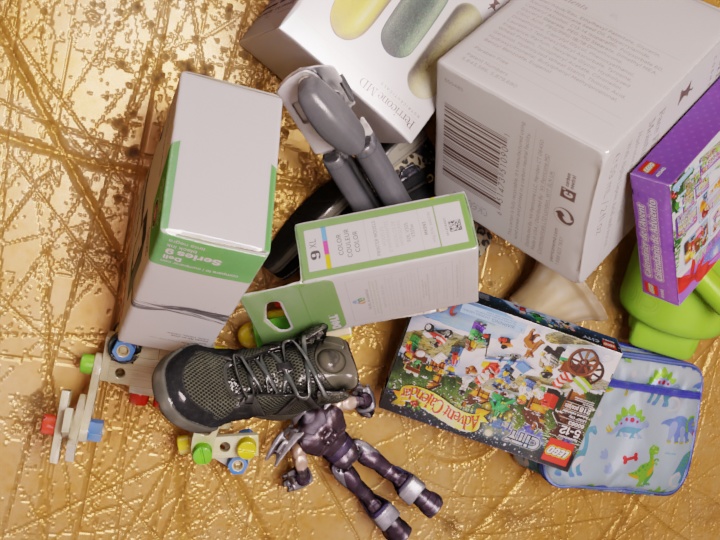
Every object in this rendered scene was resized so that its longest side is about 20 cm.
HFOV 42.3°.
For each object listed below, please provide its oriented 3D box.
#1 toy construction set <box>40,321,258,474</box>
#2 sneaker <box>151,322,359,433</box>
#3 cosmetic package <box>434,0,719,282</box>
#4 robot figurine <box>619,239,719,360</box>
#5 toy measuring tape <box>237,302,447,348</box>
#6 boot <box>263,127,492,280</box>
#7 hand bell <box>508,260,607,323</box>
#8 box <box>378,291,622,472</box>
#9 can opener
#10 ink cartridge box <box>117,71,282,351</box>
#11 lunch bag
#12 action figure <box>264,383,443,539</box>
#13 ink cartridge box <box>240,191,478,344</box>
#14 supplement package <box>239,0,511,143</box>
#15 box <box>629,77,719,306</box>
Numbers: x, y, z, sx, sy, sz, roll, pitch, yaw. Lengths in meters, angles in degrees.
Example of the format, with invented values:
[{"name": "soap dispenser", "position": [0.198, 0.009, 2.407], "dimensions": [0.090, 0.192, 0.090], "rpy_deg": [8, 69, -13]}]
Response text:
[{"name": "toy construction set", "position": [-0.184, 0.120, 0.843], "dimensions": [0.199, 0.092, 0.132], "rpy_deg": [7, 103, -25]}, {"name": "sneaker", "position": [-0.078, 0.084, 0.771], "dimensions": [0.199, 0.114, 0.077], "rpy_deg": [13, 54, -57]}, {"name": "cosmetic package", "position": [0.187, -0.136, 0.801], "dimensions": [0.200, 0.165, 0.165], "rpy_deg": [-42, 151, -24]}, {"name": "robot figurine", "position": [0.345, -0.009, 0.978], "dimensions": [0.115, 0.176, 0.201], "rpy_deg": [17, 113, 10]}, {"name": "toy measuring tape", "position": [-0.018, 0.044, 0.882], "dimensions": [0.199, 0.074, 0.074], "rpy_deg": [-12, 102, 4]}, {"name": "boot", "position": [0.022, -0.027, 0.901], "dimensions": [0.203, 0.073, 0.154], "rpy_deg": [-43, 111, -8]}, {"name": "hand bell", "position": [0.145, 0.072, 0.964], "dimensions": [0.200, 0.104, 0.104], "rpy_deg": [-39, 108, 3]}, {"name": "box", "position": [0.133, 0.100, 0.903], "dimensions": [0.199, 0.038, 0.137], "rpy_deg": [19, 109, 0]}, {"name": "can opener", "position": [-0.005, -0.083, 0.774], "dimensions": [0.053, 0.067, 0.200], "rpy_deg": [-20, 131, 16]}, {"name": "ink cartridge box", "position": [-0.134, -0.036, 0.755], "dimensions": [0.084, 0.200, 0.147], "rpy_deg": [11, 59, -19]}, {"name": "lunch bag", "position": [0.270, 0.156, 1.009], "dimensions": [0.199, 0.082, 0.162], "rpy_deg": [12, 90, -21]}, {"name": "action figure", "position": [-0.013, 0.186, 0.923], "dimensions": [0.130, 0.069, 0.200], "rpy_deg": [-44, 105, -2]}, {"name": "ink cartridge box", "position": [0.000, 0.000, 0.800], "dimensions": [0.199, 0.104, 0.060], "rpy_deg": [-12, 63, 1]}, {"name": "supplement package", "position": [0.022, -0.238, 0.829], "dimensions": [0.152, 0.151, 0.200], "rpy_deg": [38, 85, -21]}, {"name": "box", "position": [0.303, -0.085, 0.787], "dimensions": [0.200, 0.039, 0.137], "rpy_deg": [-43, 135, -22]}]
